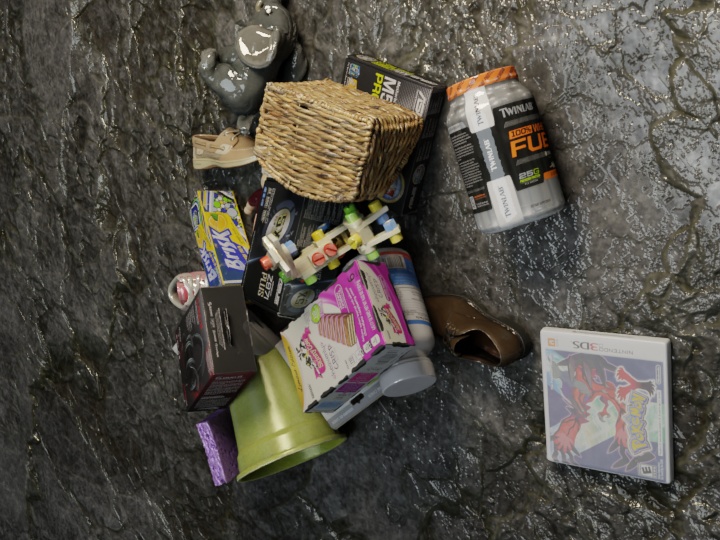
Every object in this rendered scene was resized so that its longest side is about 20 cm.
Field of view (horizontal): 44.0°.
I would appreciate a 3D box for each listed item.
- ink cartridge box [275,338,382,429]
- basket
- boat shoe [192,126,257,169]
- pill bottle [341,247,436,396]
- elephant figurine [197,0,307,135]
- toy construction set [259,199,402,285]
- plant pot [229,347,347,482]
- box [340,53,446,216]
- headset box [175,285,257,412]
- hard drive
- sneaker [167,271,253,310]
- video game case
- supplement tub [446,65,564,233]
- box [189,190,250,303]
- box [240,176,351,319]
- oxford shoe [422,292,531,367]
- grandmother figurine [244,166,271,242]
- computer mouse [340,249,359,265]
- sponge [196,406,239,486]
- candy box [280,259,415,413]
[{"bbox_3d":[-0.021,0.136,1.445,0.176,0.084,0.200,55,136,7],"label":"ink cartridge box"},{"bbox_3d":[-0.032,-0.179,1.272,0.199,0.149,0.144,25,114,28],"label":"basket"},{"bbox_3d":[-0.220,-0.210,1.518,0.199,0.071,0.065,1,105,39],"label":"boat shoe"},{"bbox_3d":[0.046,0.078,1.314,0.112,0.112,0.202,-35,59,39],"label":"pill bottle"},{"bbox_3d":[-0.150,-0.348,1.396,0.199,0.142,0.155,-34,112,23],"label":"elephant figurine"},{"bbox_3d":[-0.049,-0.031,1.255,0.131,0.198,0.093,-164,57,-70],"label":"toy construction set"},{"bbox_3d":[-0.148,0.241,1.539,0.200,0.199,0.186,-36,70,39],"label":"plant pot"},{"bbox_3d":[0.032,-0.205,1.342,0.159,0.044,0.202,28,119,29],"label":"box"},{"bbox_3d":[-0.236,0.125,1.448,0.200,0.077,0.150,131,131,-55],"label":"headset box"},{"bbox_3d":[-0.243,0.141,1.639,0.132,0.027,0.200,44,129,-13],"label":"hard drive"},{"bbox_3d":[-0.265,0.036,1.605,0.199,0.104,0.076,-3,96,38],"label":"sneaker"},{"bbox_3d":[0.340,0.184,1.236,0.181,0.023,0.202,4,106,37],"label":"video game case"},{"bbox_3d":[0.188,-0.160,1.186,0.122,0.122,0.202,-15,95,39],"label":"supplement tub"},{"bbox_3d":[-0.235,-0.041,1.531,0.064,0.069,0.201,-58,44,47],"label":"box"},{"bbox_3d":[-0.104,-0.035,1.397,0.163,0.085,0.202,20,97,59],"label":"box"},{"bbox_3d":[0.146,0.086,1.315,0.199,0.084,0.073,20,120,38],"label":"oxford shoe"},{"bbox_3d":[-0.155,-0.091,1.514,0.120,0.060,0.202,23,119,21],"label":"grandmother figurine"},{"bbox_3d":[0.000,0.000,1.443,0.058,0.034,0.202,-15,101,44],"label":"computer mouse"},{"bbox_3d":[-0.220,0.291,1.588,0.030,0.200,0.113,-16,95,21],"label":"sponge"},{"bbox_3d":[-0.024,0.096,1.261,0.200,0.061,0.137,-44,53,37],"label":"candy box"}]
